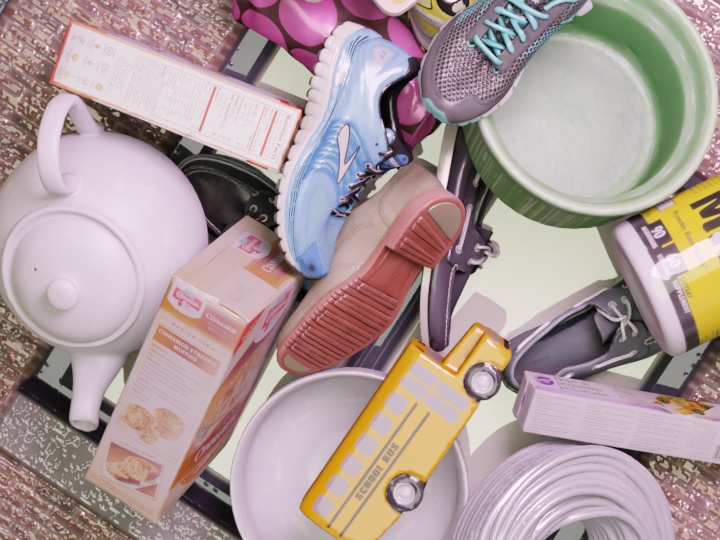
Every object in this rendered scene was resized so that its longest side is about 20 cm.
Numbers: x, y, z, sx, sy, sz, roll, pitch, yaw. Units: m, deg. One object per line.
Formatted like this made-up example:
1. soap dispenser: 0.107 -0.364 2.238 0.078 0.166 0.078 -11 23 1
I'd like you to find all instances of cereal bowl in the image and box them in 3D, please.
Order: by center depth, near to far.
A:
1. cereal bowl: -0.007 0.176 1.465 0.197 0.083 0.203 0 96 3

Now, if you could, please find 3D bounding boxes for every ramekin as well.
1. ramekin: 0.175 -0.130 1.391 0.197 0.098 0.203 2 77 -8

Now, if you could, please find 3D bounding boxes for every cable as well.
1. cable: 0.168 0.239 1.433 0.199 0.069 0.201 30 87 -26

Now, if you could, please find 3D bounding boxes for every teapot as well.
1. teapot: -0.221 -0.013 1.411 0.200 0.146 0.197 43 112 -8

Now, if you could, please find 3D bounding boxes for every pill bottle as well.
1. pill bottle: 0.306 -0.025 1.366 0.198 0.114 0.115 -26 93 1

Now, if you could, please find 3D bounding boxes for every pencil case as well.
1. pencil case: -0.014 -0.181 1.434 0.200 0.094 0.091 41 71 2

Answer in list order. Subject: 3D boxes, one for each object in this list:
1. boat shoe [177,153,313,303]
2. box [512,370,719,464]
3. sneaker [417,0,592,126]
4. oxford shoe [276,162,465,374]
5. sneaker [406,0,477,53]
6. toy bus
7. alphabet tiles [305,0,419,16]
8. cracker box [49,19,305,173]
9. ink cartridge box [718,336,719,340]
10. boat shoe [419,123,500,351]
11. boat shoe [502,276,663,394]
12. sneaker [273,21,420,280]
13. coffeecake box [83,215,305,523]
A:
1. boat shoe: -0.075 -0.030 1.465 0.199 0.057 0.069 37 97 0
2. box: 0.225 0.122 1.436 0.198 0.039 0.042 10 110 -14
3. sneaker: 0.117 -0.194 1.298 0.077 0.091 0.200 40 75 3
4. oxford shoe: 0.000 0.000 1.414 0.200 0.071 0.074 -45 46 9
5. sneaker: 0.051 -0.269 1.400 0.075 0.077 0.201 -22 68 -10
6. toy bus: 0.039 0.126 1.385 0.078 0.065 0.201 35 96 2
7. alphabet tiles: 0.007 -0.299 1.355 0.199 0.015 0.196 -38 76 -11
8. cracker box: -0.140 -0.140 1.421 0.198 0.134 0.058 22 95 1
9. ink cartridge box: 0.417 0.061 1.430 0.199 0.075 0.165 -35 93 7
10. boat shoe: 0.087 -0.028 1.447 0.062 0.073 0.203 8 90 4
11. boat shoe: 0.207 0.051 1.449 0.198 0.062 0.073 -23 94 6
12. sneaker: -0.007 -0.086 1.355 0.089 0.078 0.202 18 100 12
13. coffeecake box: -0.127 0.076 1.399 0.073 0.154 0.201 30 116 7
